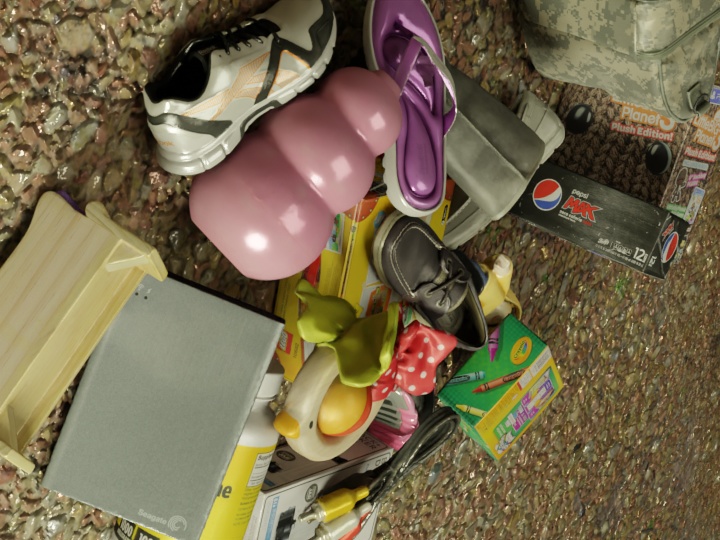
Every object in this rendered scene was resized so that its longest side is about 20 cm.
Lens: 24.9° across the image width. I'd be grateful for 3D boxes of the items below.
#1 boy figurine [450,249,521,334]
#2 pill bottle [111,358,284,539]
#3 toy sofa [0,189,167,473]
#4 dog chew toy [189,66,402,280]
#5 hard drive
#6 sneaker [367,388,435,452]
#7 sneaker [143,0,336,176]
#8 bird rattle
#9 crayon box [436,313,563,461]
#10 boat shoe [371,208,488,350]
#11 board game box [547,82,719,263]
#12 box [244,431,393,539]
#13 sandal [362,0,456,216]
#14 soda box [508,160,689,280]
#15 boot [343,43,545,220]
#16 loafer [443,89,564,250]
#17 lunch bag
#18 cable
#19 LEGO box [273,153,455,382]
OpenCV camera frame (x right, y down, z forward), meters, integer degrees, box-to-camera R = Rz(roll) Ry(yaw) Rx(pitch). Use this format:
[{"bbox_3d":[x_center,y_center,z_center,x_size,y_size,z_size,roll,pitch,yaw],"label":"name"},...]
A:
[{"bbox_3d":[0.114,0.033,1.703,0.124,0.065,0.200,-43,159,7],"label":"boy figurine"},{"bbox_3d":[-0.137,0.165,1.418,0.112,0.112,0.201,6,106,-55],"label":"pill bottle"},{"bbox_3d":[-0.242,0.044,1.238,0.201,0.097,0.083,-57,170,-12],"label":"toy sofa"},{"bbox_3d":[-0.046,-0.088,1.342,0.200,0.124,0.125,-45,144,-3],"label":"dog chew toy"},{"bbox_3d":[-0.162,0.109,1.335,0.033,0.139,0.201,-101,-147,-83],"label":"hard drive"},{"bbox_3d":[0.045,0.125,1.665,0.096,0.079,0.200,-63,167,-16],"label":"sneaker"},{"bbox_3d":[-0.093,-0.165,1.297,0.200,0.073,0.080,-48,141,-24],"label":"sneaker"},{"bbox_3d":[-0.011,0.091,1.437,0.164,0.112,0.200,-57,159,-3],"label":"bird rattle"},{"bbox_3d":[0.157,0.132,1.787,0.119,0.058,0.200,-47,160,-5],"label":"crayon box"},{"bbox_3d":[0.071,0.012,1.503,0.072,0.065,0.200,-52,144,-15],"label":"boat shoe"},{"bbox_3d":[0.295,-0.129,1.774,0.097,0.159,0.201,1,110,-54],"label":"board game box"},{"bbox_3d":[-0.060,0.233,1.615,0.199,0.060,0.118,-11,120,-51],"label":"box"},{"bbox_3d":[0.053,-0.150,1.394,0.082,0.050,0.204,-8,91,-37],"label":"sandal"},{"bbox_3d":[0.237,-0.060,1.702,0.063,0.199,0.071,18,97,-58],"label":"soda box"},{"bbox_3d":[0.063,-0.119,1.474,0.182,0.072,0.200,-50,120,-19],"label":"boot"},{"bbox_3d":[0.124,-0.098,1.657,0.070,0.070,0.200,46,74,-16],"label":"loafer"},{"bbox_3d":[0.258,-0.245,1.618,0.139,0.199,0.169,-36,134,-32],"label":"lunch bag"},{"bbox_3d":[0.024,0.215,1.584,0.199,0.050,0.098,-30,139,-15],"label":"cable"},{"bbox_3d":[0.000,0.000,1.527,0.148,0.077,0.201,-14,123,-49],"label":"LEGO box"}]
